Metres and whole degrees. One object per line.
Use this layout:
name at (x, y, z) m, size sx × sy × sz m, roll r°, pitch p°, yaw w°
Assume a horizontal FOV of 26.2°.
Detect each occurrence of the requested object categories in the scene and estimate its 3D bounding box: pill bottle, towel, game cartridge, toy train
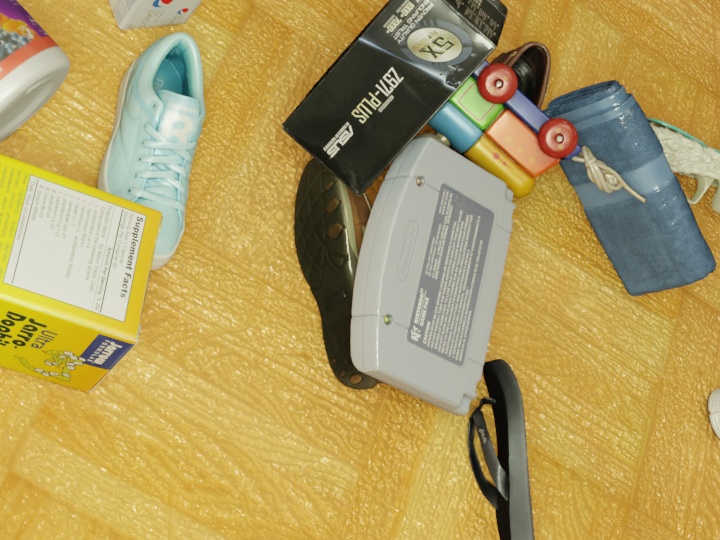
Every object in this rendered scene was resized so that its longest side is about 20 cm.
pill bottle at (-0.323, -0.192, 1.157) m, size 0.200 × 0.111 × 0.111 m, roll 47°, pitch 52°, yaw -2°
towel at (0.247, -0.076, 1.419) m, size 0.048 × 0.112 × 0.200 m, roll -34°, pitch 102°, yaw -30°
game cartridge at (0.057, 0.002, 1.248) m, size 0.133 × 0.041 × 0.201 m, roll 30°, pitch 66°, yaw -40°
toy train at (0.140, -0.083, 1.347) m, size 0.200 × 0.085 × 0.116 m, roll 41°, pitch 93°, yaw -8°

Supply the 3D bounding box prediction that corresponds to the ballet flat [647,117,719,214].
ballet flat at (0.350, -0.092, 1.552) m, size 0.199 × 0.072 × 0.072 m, roll 19°, pitch 58°, yaw -20°

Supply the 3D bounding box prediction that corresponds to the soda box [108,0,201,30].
soda box at (-0.199, -0.308, 1.321) m, size 0.068 × 0.064 × 0.201 m, roll -12°, pitch 74°, yaw -35°

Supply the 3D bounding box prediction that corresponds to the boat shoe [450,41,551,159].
boat shoe at (0.123, -0.132, 1.422) m, size 0.070 × 0.070 × 0.200 m, roll 32°, pitch 55°, yaw -17°

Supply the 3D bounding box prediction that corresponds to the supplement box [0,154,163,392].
supplement box at (-0.258, -0.006, 1.105) m, size 0.200 × 0.110 × 0.109 m, roll 20°, pitch 58°, yaw -20°

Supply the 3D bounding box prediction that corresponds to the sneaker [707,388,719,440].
sneaker at (0.428, 0.142, 1.454) m, size 0.199 × 0.090 × 0.078 m, roll 11°, pitch 60°, yaw -28°

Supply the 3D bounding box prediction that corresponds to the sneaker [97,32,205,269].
sneaker at (-0.161, -0.102, 1.228) m, size 0.074 × 0.082 × 0.201 m, roll 10°, pitch 62°, yaw -26°

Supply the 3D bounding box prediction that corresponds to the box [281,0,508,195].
box at (0.033, -0.169, 1.277) m, size 0.086 × 0.164 × 0.200 m, roll 41°, pitch 18°, yaw -6°

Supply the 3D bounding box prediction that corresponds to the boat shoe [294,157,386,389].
boat shoe at (0.000, 0.000, 1.286) m, size 0.074 × 0.076 × 0.201 m, roll -3°, pitch 76°, yaw -38°

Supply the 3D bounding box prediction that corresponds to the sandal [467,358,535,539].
sandal at (0.113, 0.164, 1.270) m, size 0.043 × 0.076 × 0.201 m, roll -2°, pitch 64°, yaw -3°
